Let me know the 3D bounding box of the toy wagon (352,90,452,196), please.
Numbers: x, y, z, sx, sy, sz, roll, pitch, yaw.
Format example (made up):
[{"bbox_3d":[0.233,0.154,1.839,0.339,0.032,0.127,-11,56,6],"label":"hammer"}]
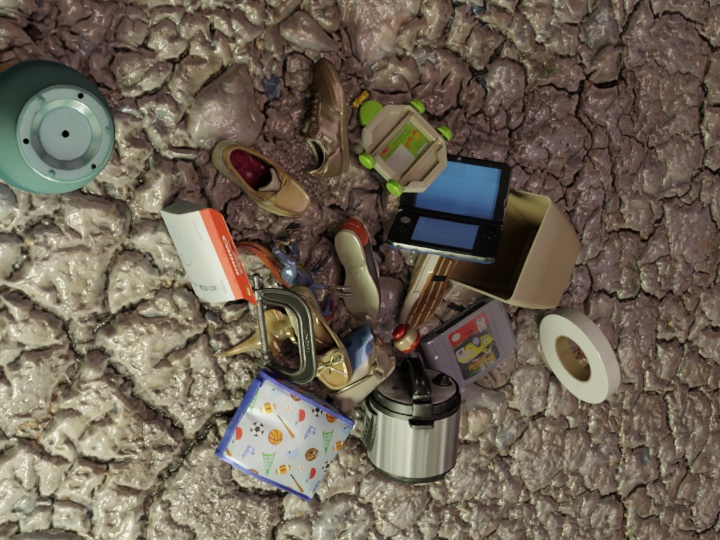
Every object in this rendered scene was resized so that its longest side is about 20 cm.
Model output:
[{"bbox_3d":[0.064,-0.235,1.737,0.200,0.040,0.155,44,72,-3],"label":"toy wagon"}]

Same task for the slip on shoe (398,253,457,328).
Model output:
[{"bbox_3d":[0.121,0.016,1.832,0.075,0.061,0.202,5,116,-41],"label":"slip on shoe"}]

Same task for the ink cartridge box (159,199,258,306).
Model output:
[{"bbox_3d":[-0.241,-0.022,1.547,0.047,0.199,0.162,-27,111,-21],"label":"ink cartridge box"}]

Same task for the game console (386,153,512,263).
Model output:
[{"bbox_3d":[0.159,-0.116,1.741,0.197,0.171,0.120,9,123,10],"label":"game console"}]

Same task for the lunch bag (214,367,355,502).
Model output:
[{"bbox_3d":[-0.140,0.280,1.708,0.199,0.123,0.172,30,87,-36],"label":"lunch bag"}]

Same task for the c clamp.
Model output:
[{"bbox_3d":[-0.145,0.095,1.638,0.027,0.169,0.203,-40,127,-53],"label":"c clamp"}]

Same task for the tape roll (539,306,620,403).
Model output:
[{"bbox_3d":[0.435,0.169,1.946,0.037,0.202,0.205,-29,112,-20],"label":"tape roll"}]

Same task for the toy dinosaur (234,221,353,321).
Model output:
[{"bbox_3d":[-0.108,0.012,1.719,0.197,0.105,0.184,-5,116,7],"label":"toy dinosaur"}]

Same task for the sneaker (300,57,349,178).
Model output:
[{"bbox_3d":[-0.066,-0.257,1.669,0.075,0.070,0.203,-15,106,-23],"label":"sneaker"}]

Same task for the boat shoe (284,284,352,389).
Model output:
[{"bbox_3d":[-0.074,0.123,1.661,0.073,0.063,0.202,-29,107,2],"label":"boat shoe"}]

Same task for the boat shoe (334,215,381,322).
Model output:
[{"bbox_3d":[0.000,0.000,1.759,0.063,0.070,0.202,-63,145,-53],"label":"boat shoe"}]

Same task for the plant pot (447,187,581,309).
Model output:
[{"bbox_3d":[0.300,-0.030,1.849,0.176,0.199,0.202,25,88,-41],"label":"plant pot"}]

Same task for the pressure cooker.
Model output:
[{"bbox_3d":[0.099,0.264,1.793,0.177,0.175,0.203,-19,120,-44],"label":"pressure cooker"}]

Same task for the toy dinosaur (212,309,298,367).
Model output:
[{"bbox_3d":[-0.153,0.120,1.713,0.198,0.058,0.102,-30,108,2],"label":"toy dinosaur"}]

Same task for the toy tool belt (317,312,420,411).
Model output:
[{"bbox_3d":[-0.001,0.145,1.749,0.200,0.125,0.123,-43,110,8],"label":"toy tool belt"}]

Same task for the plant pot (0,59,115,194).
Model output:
[{"bbox_3d":[-0.443,-0.201,1.412,0.197,0.187,0.203,-6,103,-26],"label":"plant pot"}]

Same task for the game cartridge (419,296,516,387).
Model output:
[{"bbox_3d":[0.216,0.147,1.920,0.199,0.041,0.134,-31,117,-19],"label":"game cartridge"}]

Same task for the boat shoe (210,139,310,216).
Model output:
[{"bbox_3d":[-0.160,-0.148,1.642,0.199,0.066,0.075,30,86,-29],"label":"boat shoe"}]
